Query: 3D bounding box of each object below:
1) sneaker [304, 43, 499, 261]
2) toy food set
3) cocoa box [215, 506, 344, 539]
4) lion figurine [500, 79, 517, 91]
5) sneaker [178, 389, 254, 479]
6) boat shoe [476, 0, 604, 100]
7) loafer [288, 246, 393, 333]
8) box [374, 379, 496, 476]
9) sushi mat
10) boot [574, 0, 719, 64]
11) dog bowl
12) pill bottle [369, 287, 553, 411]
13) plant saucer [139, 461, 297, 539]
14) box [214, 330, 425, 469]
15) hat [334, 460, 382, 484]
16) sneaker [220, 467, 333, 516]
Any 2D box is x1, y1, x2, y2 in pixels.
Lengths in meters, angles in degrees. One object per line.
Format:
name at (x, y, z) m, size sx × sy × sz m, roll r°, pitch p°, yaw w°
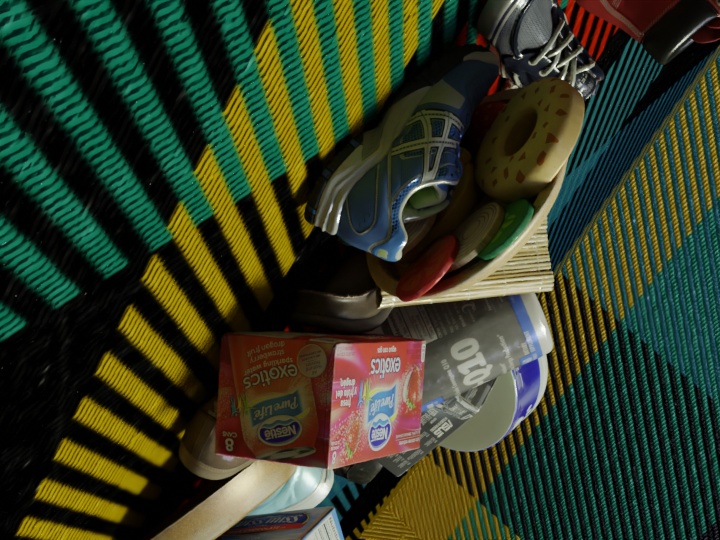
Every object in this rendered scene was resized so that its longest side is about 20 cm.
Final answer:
sneaker at (0.045, -0.084, 1.007) m, size 0.200 × 0.077 × 0.076 m, roll -49°, pitch 169°, yaw -25°
toy food set at (0.074, -0.061, 1.046) m, size 0.199 × 0.049 × 0.199 m, roll -56°, pitch -148°, yaw -10°
cocoa box at (-0.114, 0.316, 1.317) m, size 0.198 × 0.135 × 0.131 m, roll -11°, pitch -169°, yaw 28°
lion figurine at (0.111, -0.090, 1.296) m, size 0.200 × 0.072 × 0.123 m, roll -50°, pitch 177°, yaw -24°
sneaker at (-0.076, 0.110, 1.186) m, size 0.200 × 0.070 × 0.076 m, roll -37°, pitch 158°, yaw -59°
boat shoe at (0.149, -0.176, 1.087) m, size 0.075 × 0.093 × 0.200 m, roll -51°, pitch 170°, yaw 2°
loafer at (0.000, 0.000, 1.182) m, size 0.200 × 0.072 × 0.072 m, roll -30°, pitch 123°, yaw -60°
box at (0.095, 0.116, 1.494) m, size 0.158 × 0.050 × 0.200 m, roll -57°, pitch -175°, yaw -37°
sushi mat at (0.089, -0.023, 1.183) m, size 0.198 × 0.097 × 0.012 m, roll -5°, pitch 177°, yaw -36°
boot at (0.276, -0.273, 1.161) m, size 0.201 × 0.144 × 0.072 m, roll -51°, pitch 168°, yaw -4°
dog bowl at (0.121, 0.113, 1.678) m, size 0.079 × 0.200 × 0.201 m, roll -35°, pitch 162°, yaw -47°
pill bottle at (0.067, 0.063, 1.289) m, size 0.198 × 0.115 × 0.114 m, roll -25°, pitch 169°, yaw 2°
plant saucer at (-0.125, 0.211, 1.268) m, size 0.199 × 0.036 × 0.200 m, roll -37°, pitch 179°, yaw -1°
box at (-0.026, 0.099, 1.113) m, size 0.200 × 0.098 × 0.097 m, roll 5°, pitch 90°, yaw -68°
hat at (0.007, 0.191, 1.653) m, size 0.201 × 0.080 × 0.203 m, roll 22°, pitch 90°, yaw -85°
sneaker at (-0.127, 0.229, 1.407) m, size 0.199 × 0.082 × 0.074 m, roll -35°, pitch -143°, yaw 14°
